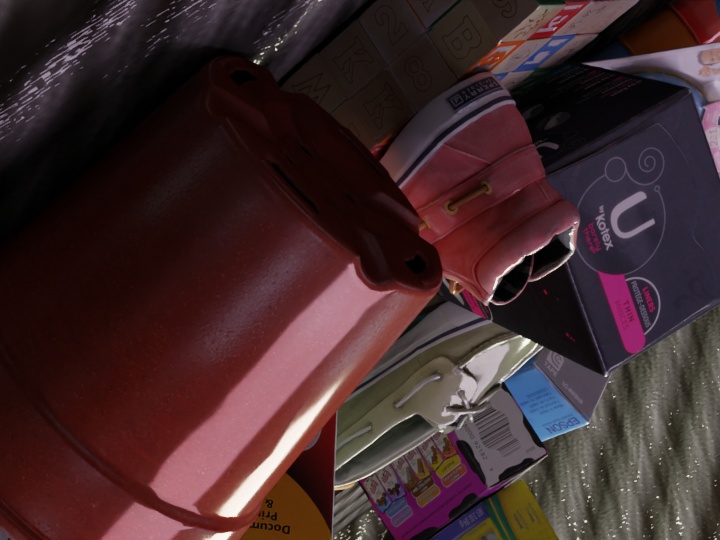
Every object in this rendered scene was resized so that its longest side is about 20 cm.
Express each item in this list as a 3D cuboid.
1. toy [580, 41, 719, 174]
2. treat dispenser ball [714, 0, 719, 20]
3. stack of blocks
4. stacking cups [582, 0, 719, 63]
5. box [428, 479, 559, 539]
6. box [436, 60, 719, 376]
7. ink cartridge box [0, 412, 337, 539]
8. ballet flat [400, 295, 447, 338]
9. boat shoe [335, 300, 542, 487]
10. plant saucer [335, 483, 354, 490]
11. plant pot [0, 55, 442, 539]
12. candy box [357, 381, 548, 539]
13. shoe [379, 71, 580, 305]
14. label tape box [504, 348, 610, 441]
[{"bbox_3d":[0.194,-0.078,1.367,0.198,0.116,0.047,-11,-149,1],"label":"toy"},{"bbox_3d":[0.287,-0.167,1.176,0.200,0.202,0.201,-31,169,-7],"label":"treat dispenser ball"},{"bbox_3d":[0.032,-0.099,1.122,0.200,0.059,0.115,-39,168,29],"label":"stack of blocks"},{"bbox_3d":[0.163,-0.119,1.431,0.199,0.061,0.061,-35,169,-2],"label":"stacking cups"},{"bbox_3d":[0.115,0.253,1.468,0.048,0.201,0.117,-24,167,-39],"label":"box"},{"bbox_3d":[0.107,-0.038,1.220,0.106,0.123,0.200,-29,-159,-17],"label":"box"},{"bbox_3d":[-0.118,0.142,1.230,0.198,0.177,0.084,7,157,-13],"label":"ink cartridge box"},{"bbox_3d":[-0.012,0.039,1.402,0.198,0.070,0.070,-14,168,-4],"label":"ballet flat"},{"bbox_3d":[0.049,0.069,1.350,0.199,0.062,0.072,-31,151,27],"label":"boat shoe"},{"bbox_3d":[-0.101,0.125,1.554,0.198,0.038,0.200,5,180,0],"label":"plant saucer"},{"bbox_3d":[-0.078,0.019,1.027,0.195,0.201,0.201,-45,166,17],"label":"plant pot"},{"bbox_3d":[0.025,0.075,1.494,0.061,0.201,0.136,-26,169,-35],"label":"candy box"},{"bbox_3d":[0.044,-0.016,1.121,0.071,0.091,0.200,-27,168,-26],"label":"shoe"},{"bbox_3d":[0.131,0.039,1.576,0.143,0.066,0.200,-28,-158,47],"label":"label tape box"}]
